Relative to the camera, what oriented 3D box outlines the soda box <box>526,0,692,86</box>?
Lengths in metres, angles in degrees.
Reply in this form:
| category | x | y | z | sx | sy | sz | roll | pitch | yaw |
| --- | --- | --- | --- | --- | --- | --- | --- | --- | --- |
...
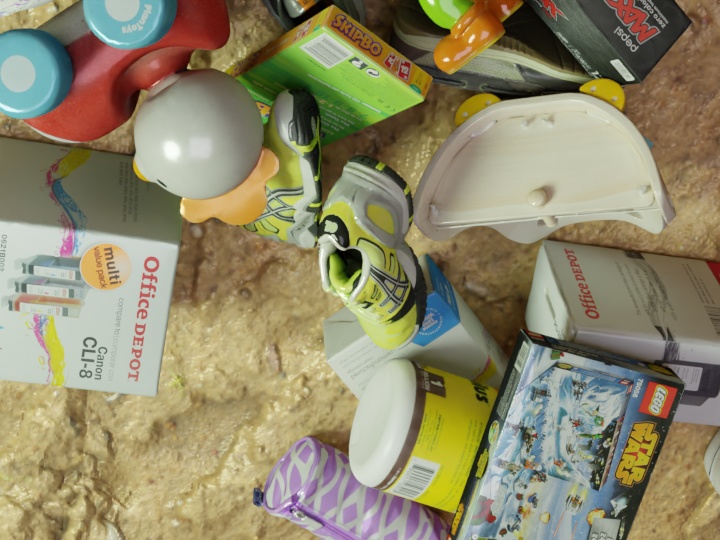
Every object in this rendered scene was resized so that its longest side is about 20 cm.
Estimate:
| category | x | y | z | sx | sy | sz | roll | pitch | yaw |
| --- | --- | --- | --- | --- | --- | --- | --- | --- | --- |
| soda box | 0.153 | -0.232 | 1.206 | 0.200 | 0.063 | 0.071 | 46 | 76 | -18 |

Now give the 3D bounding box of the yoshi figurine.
| category | x | y | z | sx | sy | sz | roll | pitch | yaw |
| --- | --- | --- | --- | --- | --- | --- | --- | --- | --- |
| yoshi figurine | 0.020 | -0.238 | 1.186 | 0.112 | 0.112 | 0.200 | -42 | 101 | -12 |

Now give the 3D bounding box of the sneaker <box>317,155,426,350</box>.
| category | x | y | z | sx | sy | sz | roll | pitch | yaw |
| --- | --- | --- | --- | --- | --- | --- | --- | --- | --- |
| sneaker | 0.000 | 0.000 | 1.259 | 0.075 | 0.077 | 0.201 | 24 | 149 | 29 |

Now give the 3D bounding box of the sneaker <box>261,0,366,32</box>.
| category | x | y | z | sx | sy | sz | roll | pitch | yaw |
| --- | --- | --- | --- | --- | --- | --- | --- | --- | --- |
| sneaker | -0.059 | -0.239 | 1.216 | 0.074 | 0.080 | 0.200 | -33 | 116 | 15 |

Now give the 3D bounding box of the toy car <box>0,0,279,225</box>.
| category | x | y | z | sx | sy | sz | roll | pitch | yaw |
| --- | --- | --- | --- | --- | --- | --- | --- | --- | --- |
| toy car | -0.147 | -0.111 | 1.183 | 0.176 | 0.184 | 0.201 | -31 | 94 | 11 |

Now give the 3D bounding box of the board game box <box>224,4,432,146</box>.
| category | x | y | z | sx | sy | sz | roll | pitch | yaw |
| --- | --- | --- | --- | --- | --- | --- | --- | --- | --- |
| board game box | -0.036 | -0.140 | 1.243 | 0.095 | 0.030 | 0.199 | 33 | 154 | -22 |

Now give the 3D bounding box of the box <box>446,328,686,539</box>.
| category | x | y | z | sx | sy | sz | roll | pitch | yaw |
| --- | --- | --- | --- | --- | --- | --- | --- | --- | --- |
| box | 0.160 | 0.159 | 1.290 | 0.136 | 0.040 | 0.202 | 15 | 104 | -15 |

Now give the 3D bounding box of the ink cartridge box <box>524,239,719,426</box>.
| category | x | y | z | sx | sy | sz | roll | pitch | yaw |
| --- | --- | --- | --- | --- | --- | --- | --- | --- | --- |
| ink cartridge box | 0.249 | 0.054 | 1.373 | 0.198 | 0.146 | 0.084 | 7 | 120 | -10 |

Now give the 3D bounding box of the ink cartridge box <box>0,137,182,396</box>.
| category | x | y | z | sx | sy | sz | roll | pitch | yaw |
| --- | --- | --- | --- | --- | --- | --- | --- | --- | --- |
| ink cartridge box | -0.246 | -0.006 | 1.290 | 0.198 | 0.145 | 0.147 | 7 | 118 | -10 |

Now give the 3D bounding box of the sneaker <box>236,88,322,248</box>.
| category | x | y | z | sx | sy | sz | roll | pitch | yaw |
| --- | --- | --- | --- | --- | --- | --- | --- | --- | --- |
| sneaker | -0.067 | -0.072 | 1.269 | 0.076 | 0.076 | 0.200 | 2 | 153 | -2 |

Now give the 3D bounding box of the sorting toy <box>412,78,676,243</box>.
| category | x | y | z | sx | sy | sz | roll | pitch | yaw |
| --- | --- | --- | --- | --- | --- | --- | --- | --- | --- |
| sorting toy | 0.165 | -0.062 | 1.301 | 0.198 | 0.108 | 0.180 | -4 | 158 | 23 |

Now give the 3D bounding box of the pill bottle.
| category | x | y | z | sx | sy | sz | roll | pitch | yaw |
| --- | --- | --- | --- | --- | --- | --- | --- | --- | --- |
| pill bottle | 0.098 | 0.151 | 1.355 | 0.198 | 0.110 | 0.110 | 19 | 116 | -17 |

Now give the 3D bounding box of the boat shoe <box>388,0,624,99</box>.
| category | x | y | z | sx | sy | sz | roll | pitch | yaw |
| --- | --- | --- | --- | --- | --- | --- | --- | --- | --- |
| boat shoe | 0.117 | -0.169 | 1.284 | 0.199 | 0.072 | 0.066 | 9 | 140 | -13 |

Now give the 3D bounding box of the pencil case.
| category | x | y | z | sx | sy | sz | roll | pitch | yaw |
| --- | --- | --- | --- | --- | --- | --- | --- | --- | --- |
| pencil case | 0.004 | 0.230 | 1.482 | 0.199 | 0.086 | 0.084 | 33 | 113 | -22 |

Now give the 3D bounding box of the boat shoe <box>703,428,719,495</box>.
| category | x | y | z | sx | sy | sz | roll | pitch | yaw |
| --- | --- | --- | --- | --- | --- | --- | --- | --- | --- |
| boat shoe | 0.378 | 0.131 | 1.475 | 0.073 | 0.066 | 0.202 | 10 | 118 | -11 |

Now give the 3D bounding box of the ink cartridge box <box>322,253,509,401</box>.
| category | x | y | z | sx | sy | sz | roll | pitch | yaw |
| --- | --- | --- | --- | --- | --- | --- | --- | --- | --- |
| ink cartridge box | 0.069 | 0.099 | 1.425 | 0.116 | 0.067 | 0.200 | -33 | 118 | 13 |

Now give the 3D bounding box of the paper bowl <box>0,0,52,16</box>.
| category | x | y | z | sx | sy | sz | roll | pitch | yaw |
| --- | --- | --- | --- | --- | --- | --- | --- | --- | --- |
| paper bowl | -0.242 | -0.262 | 1.120 | 0.199 | 0.202 | 0.104 | -30 | 144 | 11 |
